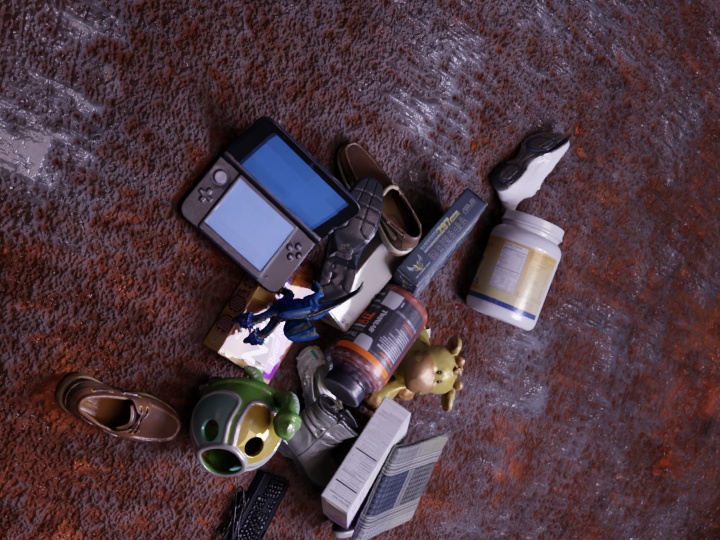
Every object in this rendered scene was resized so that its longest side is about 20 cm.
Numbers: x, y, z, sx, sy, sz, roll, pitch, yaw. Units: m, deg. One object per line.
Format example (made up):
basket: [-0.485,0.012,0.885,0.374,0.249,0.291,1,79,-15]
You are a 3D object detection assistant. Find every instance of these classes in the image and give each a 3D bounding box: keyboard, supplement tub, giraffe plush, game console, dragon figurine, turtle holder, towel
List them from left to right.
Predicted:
keyboard: [-0.191,0.440,1.411,0.104,0.039,0.202,32,82,-41]
turtle holder: [-0.171,0.241,1.264,0.133,0.182,0.143,-69,162,-50]
game console: [-0.132,-0.089,1.210,0.200,0.118,0.172,42,76,-18]
dragon figurine: [-0.089,0.067,1.244,0.100,0.196,0.060,-66,146,-55]
supplement tub: [0.022,0.126,1.391,0.201,0.106,0.108,-53,129,-25]
towel: [0.070,0.383,1.500,0.199,0.034,0.195,6,109,-58]
giraffe plush: [0.104,0.174,1.487,0.199,0.161,0.175,-33,122,-26]
supplement tub: [0.299,-0.002,1.606,0.143,0.143,0.203,22,89,-41]

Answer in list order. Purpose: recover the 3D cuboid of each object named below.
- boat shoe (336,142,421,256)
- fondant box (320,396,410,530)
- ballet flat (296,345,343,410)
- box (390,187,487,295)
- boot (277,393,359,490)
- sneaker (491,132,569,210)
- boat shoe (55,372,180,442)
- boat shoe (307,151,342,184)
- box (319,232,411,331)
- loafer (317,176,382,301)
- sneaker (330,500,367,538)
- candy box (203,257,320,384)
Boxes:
boat shoe: [0.037,-0.126,1.344,0.074,0.075,0.204,-33,89,-28]
fondant box: [0.009,0.333,1.440,0.201,0.058,0.145,-53,165,-22]
ballet flat: [-0.062,0.224,1.433,0.071,0.071,0.203,-32,122,-27]
box: [0.129,-0.034,1.460,0.051,0.158,0.200,39,73,7]
boot: [-0.054,0.295,1.415,0.129,0.068,0.201,-25,128,19]
sneaker: [0.333,-0.197,1.634,0.199,0.074,0.088,-38,136,-16]
boat shoe: [-0.338,0.210,1.201,0.199,0.067,0.073,31,83,-41]
boat shoe: [-0.100,-0.155,1.286,0.199,0.071,0.069,32,59,-30]
box: [0.000,0.000,1.406,0.200,0.082,0.069,-48,127,-15]
loafer: [-0.022,-0.051,1.310,0.072,0.072,0.203,23,92,-10]
sneaker: [0.012,0.402,1.546,0.199,0.070,0.101,-32,122,-35]
candy box: [-0.145,0.062,1.322,0.116,0.056,0.202,40,76,-39]
